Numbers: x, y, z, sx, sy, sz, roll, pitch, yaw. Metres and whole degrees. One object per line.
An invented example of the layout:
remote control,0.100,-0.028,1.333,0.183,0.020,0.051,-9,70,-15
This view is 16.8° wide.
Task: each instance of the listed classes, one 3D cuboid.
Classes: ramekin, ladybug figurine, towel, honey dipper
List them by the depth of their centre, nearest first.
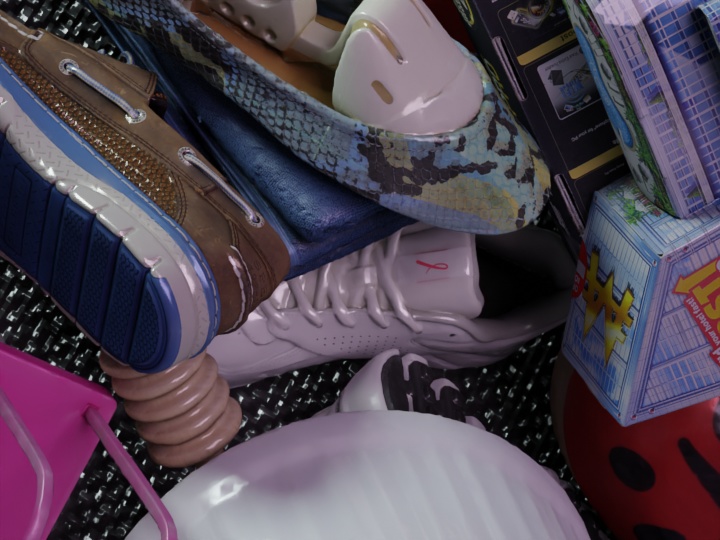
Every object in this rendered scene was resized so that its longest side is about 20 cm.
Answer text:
ramekin,0.005,0.159,0.853,0.199,0.098,0.201,-7,117,-13
honey dipper,-0.037,0.101,0.897,0.038,0.038,0.201,-42,123,-26
towel,-0.037,-0.093,0.914,0.111,0.049,0.200,-24,65,-27
ladybug figurine,0.152,0.078,0.964,0.200,0.135,0.072,41,30,-35

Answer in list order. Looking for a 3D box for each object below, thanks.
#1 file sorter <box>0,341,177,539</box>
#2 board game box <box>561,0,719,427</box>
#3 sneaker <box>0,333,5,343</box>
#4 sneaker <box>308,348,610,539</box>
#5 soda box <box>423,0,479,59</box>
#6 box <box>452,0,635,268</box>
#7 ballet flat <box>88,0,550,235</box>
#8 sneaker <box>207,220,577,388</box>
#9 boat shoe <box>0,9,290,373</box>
file sorter,-0.178,0.083,0.770,0.199,0.125,0.139,26,97,-28
board game box,0.149,-0.044,0.852,0.199,0.062,0.200,-30,121,-4
sneaker,-0.190,-0.014,0.834,0.200,0.092,0.076,46,65,-14
sneaker,0.040,0.110,0.953,0.200,0.081,0.075,44,26,-32
soda box,0.024,-0.138,0.983,0.067,0.064,0.201,-6,84,-27
box,0.142,-0.103,0.885,0.199,0.049,0.162,-30,117,-3
ballet flat,-0.018,-0.083,0.840,0.199,0.074,0.074,30,67,5
sneaker,0.000,0.000,0.927,0.199,0.099,0.078,-5,84,-28
boat shoe,-0.105,-0.042,0.865,0.072,0.072,0.200,-24,59,-38
